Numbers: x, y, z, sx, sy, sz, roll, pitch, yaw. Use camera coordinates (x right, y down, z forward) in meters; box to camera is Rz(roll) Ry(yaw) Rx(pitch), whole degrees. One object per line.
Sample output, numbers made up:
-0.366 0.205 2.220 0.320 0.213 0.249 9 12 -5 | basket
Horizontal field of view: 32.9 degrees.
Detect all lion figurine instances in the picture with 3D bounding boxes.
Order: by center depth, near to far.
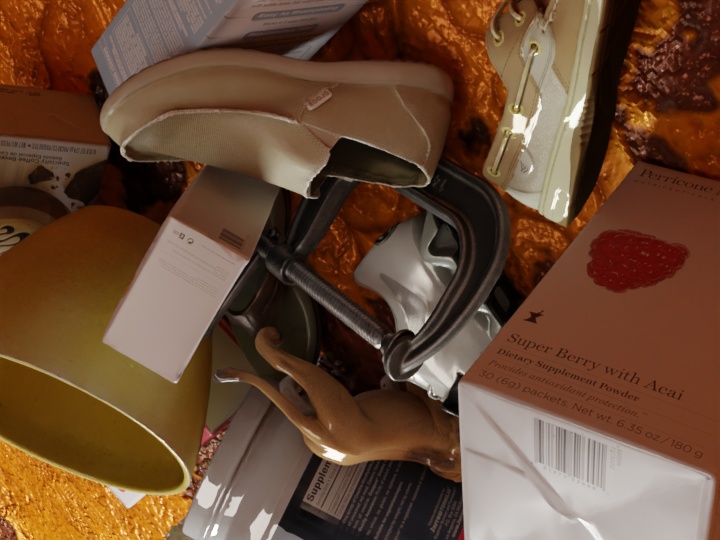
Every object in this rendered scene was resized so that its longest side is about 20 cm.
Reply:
0.014 0.096 0.785 0.123 0.199 0.073 55 137 42 | lion figurine

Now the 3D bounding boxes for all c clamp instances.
0.000 0.000 0.723 0.027 0.172 0.200 28 180 -43 | c clamp

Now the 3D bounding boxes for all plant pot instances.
-0.180 0.042 0.824 0.199 0.143 0.200 17 152 9 | plant pot

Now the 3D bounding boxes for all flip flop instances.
-0.078 -0.001 0.855 0.081 0.058 0.201 12 127 28 | flip flop

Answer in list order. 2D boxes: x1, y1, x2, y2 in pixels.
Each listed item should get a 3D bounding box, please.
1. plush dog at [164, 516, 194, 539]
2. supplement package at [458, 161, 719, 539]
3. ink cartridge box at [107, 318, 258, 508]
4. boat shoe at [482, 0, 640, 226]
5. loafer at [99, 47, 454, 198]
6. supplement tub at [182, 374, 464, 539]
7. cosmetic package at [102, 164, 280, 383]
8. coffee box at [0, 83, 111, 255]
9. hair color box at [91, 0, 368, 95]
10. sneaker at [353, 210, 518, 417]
-0.040 0.247 0.988 0.171 0.161 0.201 -10 113 23 | plush dog
0.148 0.055 0.599 0.121 0.200 0.120 18 133 28 | supplement package
-0.181 0.093 1.003 0.146 0.085 0.200 47 142 0 | ink cartridge box
0.095 -0.109 0.607 0.066 0.074 0.201 22 134 18 | boat shoe
-0.041 -0.076 0.669 0.076 0.198 0.069 113 152 -69 | loafer
-0.009 0.173 0.850 0.199 0.141 0.141 27 138 3 | supplement tub
-0.092 -0.016 0.716 0.050 0.200 0.083 28 107 -7 | cosmetic package
-0.263 -0.030 0.895 0.080 0.112 0.201 60 139 47 | coffee box
-0.062 -0.152 0.678 0.200 0.099 0.061 -34 77 49 | hair color box
0.070 0.059 0.753 0.088 0.074 0.201 -32 91 26 | sneaker
